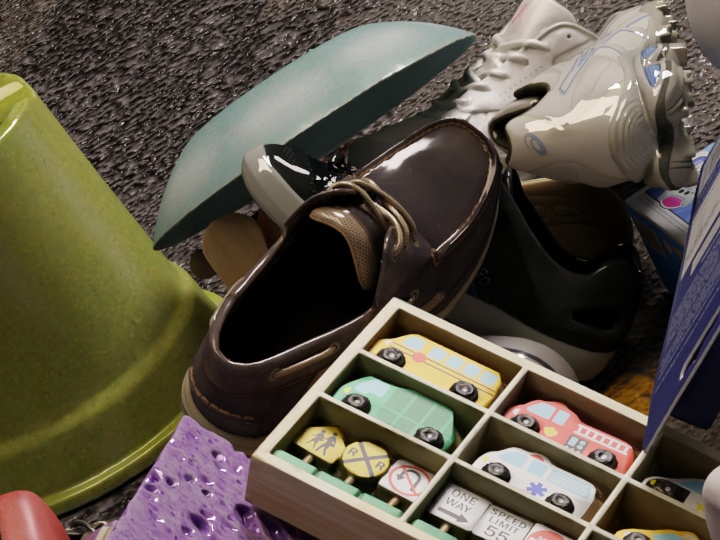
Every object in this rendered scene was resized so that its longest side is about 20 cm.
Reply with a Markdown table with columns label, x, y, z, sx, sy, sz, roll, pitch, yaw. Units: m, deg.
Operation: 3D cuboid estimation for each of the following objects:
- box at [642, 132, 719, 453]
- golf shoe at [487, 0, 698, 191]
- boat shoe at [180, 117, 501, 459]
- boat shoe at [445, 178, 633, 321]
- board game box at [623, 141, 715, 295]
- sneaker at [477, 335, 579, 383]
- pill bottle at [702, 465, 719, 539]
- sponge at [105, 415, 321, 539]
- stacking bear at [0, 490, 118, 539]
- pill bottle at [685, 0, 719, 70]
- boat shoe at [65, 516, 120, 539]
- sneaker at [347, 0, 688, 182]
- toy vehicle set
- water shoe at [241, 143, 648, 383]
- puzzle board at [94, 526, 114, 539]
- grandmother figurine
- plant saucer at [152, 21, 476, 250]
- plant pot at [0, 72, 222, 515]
| label | x | y | z | sx | sy | sz | roll | pitch | yaw |
| --- | --- | --- | --- | --- | --- | --- | --- | --- | --- |
| box | 0.166 | -0.019 | 1.216 | 0.200 | 0.032 | 0.121 | -69 | 4 | -48 |
| golf shoe | 0.108 | -0.083 | 1.376 | 0.097 | 0.079 | 0.200 | -6 | 9 | 5 |
| boat shoe | 0.000 | 0.000 | 1.272 | 0.074 | 0.073 | 0.200 | 34 | 61 | 12 |
| boat shoe | 0.044 | 0.010 | 1.442 | 0.200 | 0.073 | 0.063 | -30 | 1 | 12 |
| board game box | 0.250 | -0.032 | 1.325 | 0.195 | 0.056 | 0.200 | -32 | 27 | -6 |
| sneaker | 0.002 | 0.072 | 1.358 | 0.199 | 0.079 | 0.079 | -4 | 30 | 37 |
| pill bottle | 0.238 | 0.074 | 1.096 | 0.199 | 0.109 | 0.109 | -31 | 27 | -6 |
| sponge | -0.054 | 0.136 | 1.121 | 0.030 | 0.111 | 0.200 | -56 | 2 | 25 |
| stacking bear | -0.042 | 0.136 | 1.264 | 0.199 | 0.122 | 0.114 | -19 | 43 | 1 |
| pill bottle | 0.248 | -0.127 | 1.303 | 0.113 | 0.114 | 0.200 | -43 | 30 | -26 |
| boat shoe | -0.135 | 0.152 | 1.372 | 0.199 | 0.057 | 0.069 | -28 | 27 | 3 |
| sneaker | 0.076 | -0.091 | 1.483 | 0.199 | 0.100 | 0.078 | -15 | 17 | -29 |
| toy vehicle set | 0.069 | 0.093 | 1.179 | 0.199 | 0.027 | 0.124 | 25 | 42 | 16 |
| water shoe | 0.042 | -0.024 | 1.370 | 0.079 | 0.199 | 0.072 | -60 | 3 | 16 |
| puzzle board | -0.113 | 0.221 | 1.128 | 0.017 | 0.151 | 0.200 | -4 | 35 | 23 |
| grandmother figurine | -0.030 | -0.023 | 1.516 | 0.121 | 0.061 | 0.200 | -2 | 6 | 2 |
| plant saucer | -0.033 | -0.080 | 1.486 | 0.201 | 0.039 | 0.201 | -34 | -3 | -2 |
| plant pot | -0.191 | 0.004 | 1.544 | 0.200 | 0.185 | 0.201 | -22 | 27 | 12 |
